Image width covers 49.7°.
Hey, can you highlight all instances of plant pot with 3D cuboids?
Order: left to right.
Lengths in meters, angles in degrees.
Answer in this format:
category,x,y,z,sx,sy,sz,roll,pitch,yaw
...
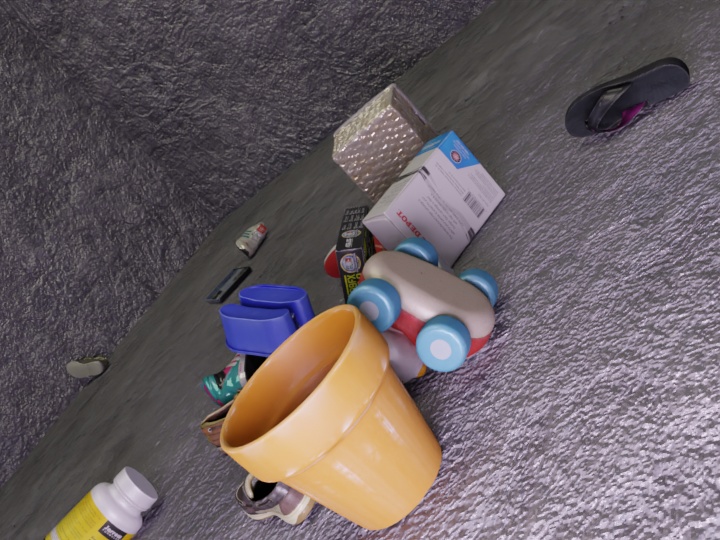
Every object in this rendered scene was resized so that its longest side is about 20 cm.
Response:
category,x,y,z,sx,sy,sz,roll,pitch,yaw
plant pot,-0.017,0.172,0.837,0.200,0.183,0.200,-39,17,14

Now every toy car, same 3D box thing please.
category,x,y,z,sx,sy,sz,roll,pitch,yaw
toy car,0.059,0.092,0.989,0.184,0.176,0.201,-45,-20,-59

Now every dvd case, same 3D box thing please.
category,x,y,z,sx,sy,sz,roll,pitch,yaw
dvd case,-0.423,0.047,2.487,0.143,0.018,0.200,-49,15,-18

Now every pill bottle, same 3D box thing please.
category,x,y,z,sx,sy,sz,roll,pitch,yaw
pill bottle,-0.457,0.447,1.368,0.200,0.111,0.111,-47,16,-6

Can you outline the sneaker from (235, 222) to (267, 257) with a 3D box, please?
category,x,y,z,sx,sy,sz,roll,pitch,yaw
sneaker,-0.367,-0.115,2.663,0.093,0.070,0.200,-46,12,13

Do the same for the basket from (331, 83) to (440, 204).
category,x,y,z,sx,sy,sz,roll,pitch,yaw
basket,0.065,-0.279,1.779,0.200,0.198,0.161,-38,21,20

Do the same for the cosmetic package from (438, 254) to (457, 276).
category,x,y,z,sx,sy,sz,roll,pitch,yaw
cosmetic package,0.057,0.068,1.129,0.200,0.071,0.102,-41,16,10

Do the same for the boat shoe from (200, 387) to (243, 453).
category,x,y,z,sx,sy,sz,roll,pitch,yaw
boat shoe,-0.190,0.235,1.322,0.200,0.068,0.072,-39,15,14

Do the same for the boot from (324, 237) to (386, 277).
category,x,y,z,sx,sy,sz,roll,pitch,yaw
boot,-0.019,-0.002,1.509,0.199,0.072,0.145,-24,27,43

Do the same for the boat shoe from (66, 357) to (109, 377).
category,x,y,z,sx,sy,sz,roll,pitch,yaw
boat shoe,-1.108,0.390,3.158,0.200,0.073,0.060,-7,17,28

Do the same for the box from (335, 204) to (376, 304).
category,x,y,z,sx,sy,sz,roll,pitch,yaw
box,0.000,0.000,1.287,0.044,0.161,0.200,-8,24,7

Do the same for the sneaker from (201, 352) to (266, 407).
category,x,y,z,sx,sy,sz,roll,pitch,yaw
sneaker,-0.253,0.208,1.538,0.120,0.084,0.200,-31,19,9

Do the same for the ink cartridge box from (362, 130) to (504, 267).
category,x,y,z,sx,sy,sz,roll,pitch,yaw
ink cartridge box,0.120,-0.102,1.268,0.200,0.146,0.084,-50,18,-22

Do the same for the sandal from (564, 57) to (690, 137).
category,x,y,z,sx,sy,sz,roll,pitch,yaw
sandal,0.377,-0.241,1.128,0.200,0.075,0.048,-27,40,48

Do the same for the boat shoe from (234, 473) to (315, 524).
category,x,y,z,sx,sy,sz,roll,pitch,yaw
boat shoe,-0.123,0.286,1.028,0.200,0.065,0.073,-22,28,56

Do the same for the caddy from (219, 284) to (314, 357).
category,x,y,z,sx,sy,sz,roll,pitch,yaw
caddy,-0.175,0.104,1.494,0.199,0.106,0.141,3,31,32
